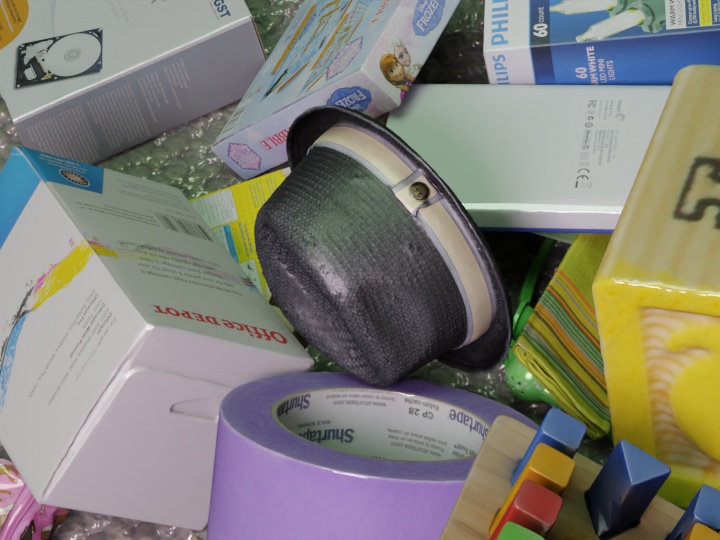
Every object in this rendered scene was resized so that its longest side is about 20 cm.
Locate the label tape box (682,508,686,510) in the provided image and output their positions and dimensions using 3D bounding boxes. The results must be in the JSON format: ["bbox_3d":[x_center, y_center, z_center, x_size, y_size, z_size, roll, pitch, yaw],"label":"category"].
[{"bbox_3d":[0.203,0.204,1.254,0.143,0.064,0.201,9,54,22],"label":"label tape box"}]

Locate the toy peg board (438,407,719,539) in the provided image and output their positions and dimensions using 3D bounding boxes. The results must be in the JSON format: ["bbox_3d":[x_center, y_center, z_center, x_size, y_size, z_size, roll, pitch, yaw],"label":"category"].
[{"bbox_3d":[0.143,0.160,1.118,0.199,0.098,0.200,28,41,2],"label":"toy peg board"}]

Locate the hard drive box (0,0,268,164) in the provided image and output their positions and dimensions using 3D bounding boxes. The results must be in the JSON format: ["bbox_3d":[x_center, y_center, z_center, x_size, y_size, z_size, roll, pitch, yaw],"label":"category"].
[{"bbox_3d":[-0.188,-0.177,1.695,0.199,0.077,0.156,-24,48,-5],"label":"hard drive box"}]

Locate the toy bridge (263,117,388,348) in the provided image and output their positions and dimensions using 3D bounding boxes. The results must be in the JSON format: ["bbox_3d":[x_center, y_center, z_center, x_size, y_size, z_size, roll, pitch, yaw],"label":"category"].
[{"bbox_3d":[-0.025,-0.029,1.485,0.067,0.027,0.201,18,58,27],"label":"toy bridge"}]

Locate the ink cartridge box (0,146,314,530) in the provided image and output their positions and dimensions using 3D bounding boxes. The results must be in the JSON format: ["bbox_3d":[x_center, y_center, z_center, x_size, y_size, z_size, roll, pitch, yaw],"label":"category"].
[{"bbox_3d":[-0.160,0.045,1.413,0.145,0.147,0.200,-57,47,18],"label":"ink cartridge box"}]

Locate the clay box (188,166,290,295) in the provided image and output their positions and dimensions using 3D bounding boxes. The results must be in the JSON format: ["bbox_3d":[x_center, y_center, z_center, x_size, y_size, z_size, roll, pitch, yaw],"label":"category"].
[{"bbox_3d":[-0.027,-0.023,1.532,0.198,0.048,0.116,-17,48,0],"label":"clay box"}]

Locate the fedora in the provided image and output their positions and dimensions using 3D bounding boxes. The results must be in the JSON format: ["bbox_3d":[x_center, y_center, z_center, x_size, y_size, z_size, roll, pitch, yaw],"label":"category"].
[{"bbox_3d":[0.000,0.000,1.351,0.091,0.202,0.200,-37,49,-24],"label":"fedora"}]

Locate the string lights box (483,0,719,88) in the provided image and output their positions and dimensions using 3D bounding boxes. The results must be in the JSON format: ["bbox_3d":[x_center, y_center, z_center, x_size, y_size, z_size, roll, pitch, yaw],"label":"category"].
[{"bbox_3d":[0.187,-0.178,1.510,0.198,0.059,0.103,-5,52,10],"label":"string lights box"}]

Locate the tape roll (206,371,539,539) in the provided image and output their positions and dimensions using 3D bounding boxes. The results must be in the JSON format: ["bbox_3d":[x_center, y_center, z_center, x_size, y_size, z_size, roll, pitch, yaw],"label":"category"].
[{"bbox_3d":[0.010,0.130,1.291,0.198,0.086,0.200,6,13,-1],"label":"tape roll"}]

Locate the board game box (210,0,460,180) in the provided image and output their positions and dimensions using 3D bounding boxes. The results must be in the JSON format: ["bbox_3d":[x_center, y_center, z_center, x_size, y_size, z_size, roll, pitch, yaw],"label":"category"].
[{"bbox_3d":[-0.001,-0.174,1.587,0.199,0.041,0.201,-21,33,53],"label":"board game box"}]

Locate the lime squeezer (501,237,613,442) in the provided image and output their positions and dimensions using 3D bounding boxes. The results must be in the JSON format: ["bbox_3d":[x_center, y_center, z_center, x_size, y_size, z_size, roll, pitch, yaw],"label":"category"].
[{"bbox_3d":[0.123,0.046,1.433,0.070,0.038,0.201,-18,47,1],"label":"lime squeezer"}]

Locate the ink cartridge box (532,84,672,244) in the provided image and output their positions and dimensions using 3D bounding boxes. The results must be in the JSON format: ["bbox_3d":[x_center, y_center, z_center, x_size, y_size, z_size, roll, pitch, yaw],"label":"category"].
[{"bbox_3d":[0.155,-0.085,1.521,0.103,0.060,0.201,18,58,27],"label":"ink cartridge box"}]

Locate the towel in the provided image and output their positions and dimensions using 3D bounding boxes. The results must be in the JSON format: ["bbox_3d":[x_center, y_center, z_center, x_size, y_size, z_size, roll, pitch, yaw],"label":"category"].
[{"bbox_3d":[0.167,0.011,1.410,0.018,0.086,0.201,-25,24,48],"label":"towel"}]

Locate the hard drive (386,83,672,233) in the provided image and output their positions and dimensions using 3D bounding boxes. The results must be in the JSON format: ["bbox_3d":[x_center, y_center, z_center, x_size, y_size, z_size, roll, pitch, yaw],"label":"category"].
[{"bbox_3d":[0.112,-0.076,1.449,0.198,0.026,0.133,1,43,13],"label":"hard drive"}]

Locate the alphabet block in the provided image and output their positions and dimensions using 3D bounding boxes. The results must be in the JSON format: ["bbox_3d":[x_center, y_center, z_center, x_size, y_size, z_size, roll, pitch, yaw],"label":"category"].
[{"bbox_3d":[0.263,0.018,1.298,0.195,0.196,0.201,6,47,23],"label":"alphabet block"}]

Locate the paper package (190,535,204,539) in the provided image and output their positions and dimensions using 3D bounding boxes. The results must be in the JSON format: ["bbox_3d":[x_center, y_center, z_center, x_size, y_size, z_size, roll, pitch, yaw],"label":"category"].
[{"bbox_3d":[-0.049,0.274,1.244,0.198,0.104,0.191,14,55,28],"label":"paper package"}]

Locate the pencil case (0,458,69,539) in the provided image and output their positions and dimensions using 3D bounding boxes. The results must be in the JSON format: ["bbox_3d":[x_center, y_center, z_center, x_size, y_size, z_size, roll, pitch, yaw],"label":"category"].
[{"bbox_3d":[-0.252,0.213,1.372,0.086,0.083,0.201,5,51,18],"label":"pencil case"}]
